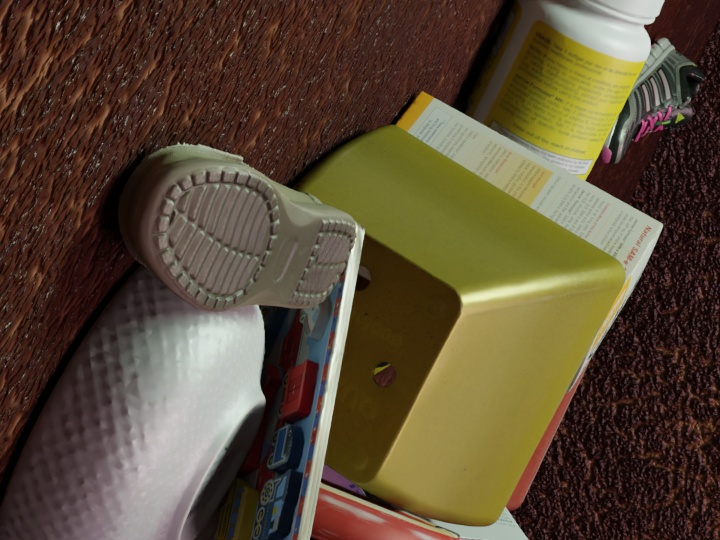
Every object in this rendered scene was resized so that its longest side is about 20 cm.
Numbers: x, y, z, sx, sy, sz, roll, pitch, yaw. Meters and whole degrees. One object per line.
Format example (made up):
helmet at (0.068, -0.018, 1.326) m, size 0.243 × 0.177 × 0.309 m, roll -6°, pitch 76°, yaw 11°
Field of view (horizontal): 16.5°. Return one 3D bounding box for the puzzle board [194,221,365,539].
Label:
puzzle board at (-0.057, 0.083, 1.395) m, size 0.151 × 0.017 × 0.201 m, roll -29°, pitch -136°, yaw 53°

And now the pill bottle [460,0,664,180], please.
pill bottle at (0.156, -0.156, 1.937) m, size 0.201 × 0.114 × 0.114 m, roll -64°, pitch 170°, yaw 22°

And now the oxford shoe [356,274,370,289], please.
oxford shoe at (0.000, 0.000, 1.771) m, size 0.200 × 0.071 × 0.072 m, roll -34°, pitch 119°, yaw -59°

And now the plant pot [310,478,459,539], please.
plant pot at (-0.036, 0.218, 1.484) m, size 0.200 × 0.199 × 0.184 m, roll 50°, pitch 62°, yaw -80°

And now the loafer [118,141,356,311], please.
loafer at (-0.072, -0.021, 1.256) m, size 0.076 × 0.068 × 0.200 m, roll -66°, pitch 155°, yaw 1°

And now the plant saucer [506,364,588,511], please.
plant saucer at (0.094, 0.111, 1.883) m, size 0.200 × 0.037 × 0.200 m, roll -14°, pitch -138°, yaw 56°

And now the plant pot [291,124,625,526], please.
plant pot at (0.016, 0.038, 1.567) m, size 0.201 × 0.199 × 0.176 m, roll -63°, pitch 160°, yaw 13°

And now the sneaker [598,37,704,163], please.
sneaker at (0.351, -0.193, 2.972) m, size 0.200 × 0.087 × 0.074 m, roll -54°, pitch 169°, yaw -36°

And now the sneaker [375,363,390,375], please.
sneaker at (0.016, 0.026, 1.925) m, size 0.090 × 0.070 × 0.200 m, roll -41°, pitch -174°, yaw 30°

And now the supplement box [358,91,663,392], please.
supplement box at (0.092, -0.021, 1.722) m, size 0.126 × 0.199 × 0.074 m, roll -51°, pitch 167°, yaw -43°

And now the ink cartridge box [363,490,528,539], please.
ink cartridge box at (0.026, 0.196, 1.769) m, size 0.146 × 0.083 × 0.200 m, roll -65°, pitch -149°, yaw 20°

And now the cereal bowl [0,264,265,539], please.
cereal bowl at (-0.108, 0.088, 1.330) m, size 0.201 × 0.083 × 0.200 m, roll -60°, pitch 172°, yaw -14°

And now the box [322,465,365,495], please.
box at (-0.050, 0.257, 1.655) m, size 0.200 × 0.176 × 0.097 m, roll -38°, pitch 178°, yaw 22°
